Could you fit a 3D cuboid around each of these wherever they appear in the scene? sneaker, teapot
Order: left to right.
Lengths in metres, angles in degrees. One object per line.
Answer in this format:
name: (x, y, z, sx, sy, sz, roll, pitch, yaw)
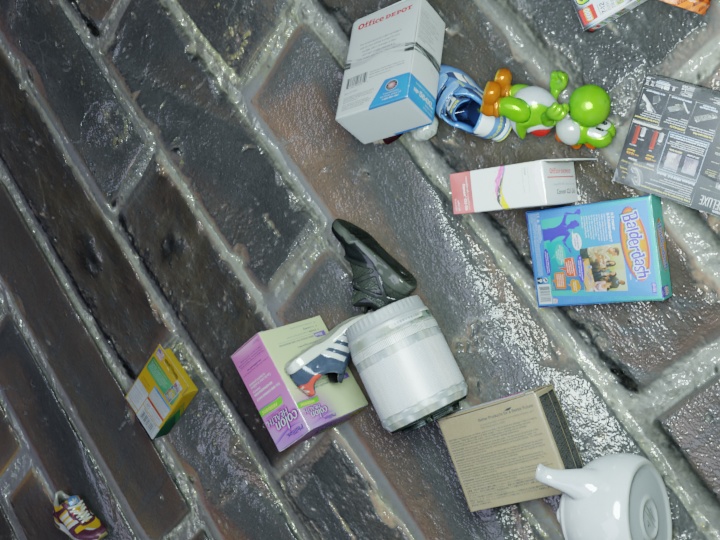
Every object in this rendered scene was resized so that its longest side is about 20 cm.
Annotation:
sneaker: (-0.725, 0.629, 2.228, 0.199, 0.075, 0.091, 8, 108, 35)
sneaker: (-0.038, 0.151, 1.567, 0.085, 0.199, 0.075, 57, 160, -3)
sneaker: (0.000, 0.000, 1.563, 0.199, 0.076, 0.114, 45, 112, 17)
sneaker: (0.152, -0.277, 1.399, 0.200, 0.082, 0.074, 37, 119, 31)
teapot: (0.361, 0.367, 1.285, 0.145, 0.197, 0.202, -13, 83, 39)

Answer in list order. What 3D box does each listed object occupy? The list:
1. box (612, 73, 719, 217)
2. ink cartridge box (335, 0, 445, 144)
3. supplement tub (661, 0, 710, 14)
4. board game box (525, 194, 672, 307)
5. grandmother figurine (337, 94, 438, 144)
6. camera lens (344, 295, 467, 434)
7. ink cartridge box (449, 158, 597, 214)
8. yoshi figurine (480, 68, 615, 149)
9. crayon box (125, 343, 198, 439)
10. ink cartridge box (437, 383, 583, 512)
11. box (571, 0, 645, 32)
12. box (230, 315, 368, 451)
box: (0.467, -0.169, 1.195, 0.199, 0.050, 0.159, 25, 112, 32)
ink cartridge box: (0.051, -0.325, 1.413, 0.145, 0.084, 0.202, -10, 59, 38)
supplement tub: (0.442, -0.444, 1.123, 0.122, 0.122, 0.201, 31, 116, 29)
board game box: (0.355, -0.027, 1.307, 0.199, 0.045, 0.154, -5, 94, 38)
grandmother figurine: (0.050, -0.273, 1.493, 0.199, 0.060, 0.122, 30, 115, 32)
camera lens: (0.078, 0.164, 1.479, 0.160, 0.159, 0.201, -33, 78, 36)
ink cartridge box: (0.251, -0.129, 1.325, 0.199, 0.116, 0.068, -4, 94, 38)
yoshi figurine: (0.285, -0.250, 1.284, 0.199, 0.112, 0.113, 22, 89, 14)
crayon box: (-0.444, 0.270, 1.968, 0.126, 0.051, 0.200, 51, 124, 20)
ink cartridge box: (0.246, 0.292, 1.426, 0.199, 0.075, 0.166, -24, 81, 38)
box: (0.337, -0.461, 1.255, 0.110, 0.035, 0.201, -26, 81, 37)
box: (-0.112, 0.206, 1.623, 0.097, 0.175, 0.201, -40, 74, 35)
